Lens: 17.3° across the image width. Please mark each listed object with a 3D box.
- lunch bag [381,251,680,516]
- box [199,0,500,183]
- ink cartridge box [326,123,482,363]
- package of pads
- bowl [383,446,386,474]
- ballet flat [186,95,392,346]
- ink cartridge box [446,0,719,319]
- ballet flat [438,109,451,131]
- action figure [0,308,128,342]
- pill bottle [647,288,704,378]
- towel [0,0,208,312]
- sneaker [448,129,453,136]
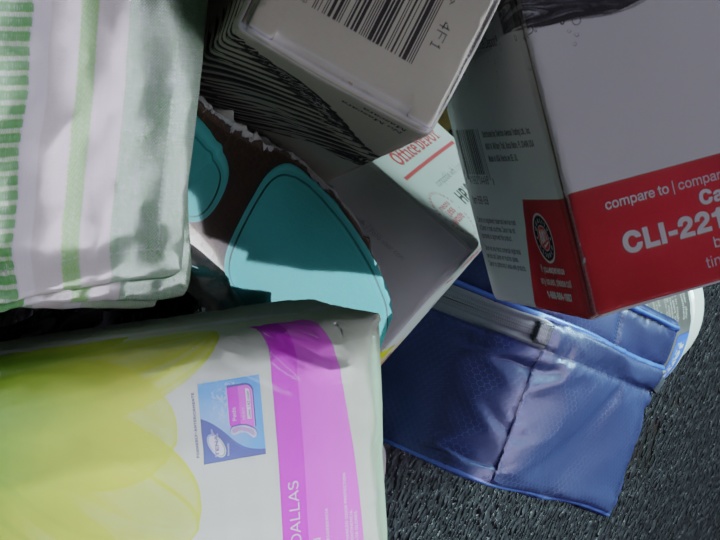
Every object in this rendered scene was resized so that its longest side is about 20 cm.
[{"bbox_3d":[0.079,0.042,1.255,0.200,0.136,0.133,20,92,-56],"label":"lunch bag"},{"bbox_3d":[-0.019,-0.084,0.893,0.069,0.082,0.200,-63,-170,-11],"label":"box"},{"bbox_3d":[0.000,0.000,1.025,0.200,0.068,0.115,-50,178,19],"label":"ink cartridge box"},{"bbox_3d":[-0.085,0.099,0.834,0.200,0.068,0.155,-7,99,-29],"label":"package of pads"},{"bbox_3d":[-0.073,0.169,1.129,0.200,0.075,0.200,-18,126,-62],"label":"bowl"},{"bbox_3d":[-0.063,-0.030,0.900,0.200,0.072,0.072,45,65,-37],"label":"ballet flat"},{"bbox_3d":[0.080,-0.091,0.898,0.144,0.084,0.201,-167,-118,-79],"label":"ink cartridge box"},{"bbox_3d":[0.020,-0.092,1.130,0.200,0.069,0.063,-60,142,-25],"label":"ballet flat"},{"bbox_3d":[-0.103,0.086,0.930,0.102,0.119,0.200,-6,117,-17],"label":"action figure"},{"bbox_3d":[0.136,0.030,1.445,0.200,0.114,0.114,-14,122,-64],"label":"pill bottle"},{"bbox_3d":[-0.129,-0.053,0.766,0.200,0.023,0.153,-8,108,-45],"label":"towel"},{"bbox_3d":[0.090,-0.063,1.182,0.075,0.084,0.200,-52,-176,-5],"label":"sneaker"}]
